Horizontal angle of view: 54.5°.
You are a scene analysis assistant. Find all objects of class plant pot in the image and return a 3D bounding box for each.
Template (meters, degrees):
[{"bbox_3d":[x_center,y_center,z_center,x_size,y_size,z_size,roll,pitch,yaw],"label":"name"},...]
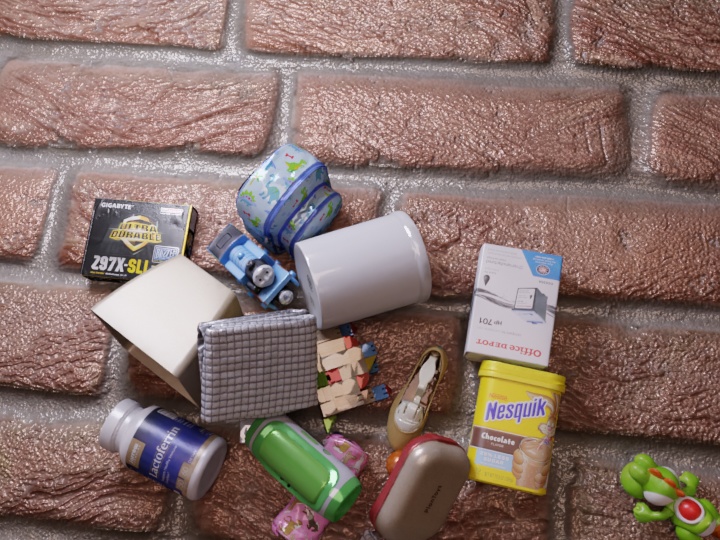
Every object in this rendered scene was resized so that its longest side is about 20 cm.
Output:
[{"bbox_3d":[-0.317,0.096,1.243,0.199,0.200,0.177,34,68,15],"label":"plant pot"}]

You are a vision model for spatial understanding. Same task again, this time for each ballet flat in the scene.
[{"bbox_3d":[0.097,0.223,1.237,0.068,0.063,0.201,21,79,10],"label":"ballet flat"}]

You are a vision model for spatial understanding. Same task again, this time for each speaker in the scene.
[{"bbox_3d":[-0.095,0.315,1.141,0.200,0.088,0.089,35,81,22],"label":"speaker"}]

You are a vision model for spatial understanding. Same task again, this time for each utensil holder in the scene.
[{"bbox_3d":[0.000,0.000,1.225,0.199,0.170,0.171,-15,75,-14],"label":"utensil holder"}]

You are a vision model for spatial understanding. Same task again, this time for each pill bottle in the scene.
[{"bbox_3d":[-0.346,0.308,1.225,0.199,0.116,0.116,22,79,10],"label":"pill bottle"}]

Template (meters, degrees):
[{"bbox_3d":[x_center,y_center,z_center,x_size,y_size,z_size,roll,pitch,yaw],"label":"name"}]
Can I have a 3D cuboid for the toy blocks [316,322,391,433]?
[{"bbox_3d":[-0.026,0.172,1.255,0.136,0.100,0.201,-17,76,-12],"label":"toy blocks"}]

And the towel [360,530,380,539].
[{"bbox_3d":[0.021,0.536,1.097,0.085,0.200,0.166,36,85,-18],"label":"towel"}]

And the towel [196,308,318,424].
[{"bbox_3d":[-0.169,0.154,1.138,0.199,0.085,0.167,-5,105,-28],"label":"towel"}]

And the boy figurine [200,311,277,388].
[{"bbox_3d":[-0.190,0.145,1.207,0.124,0.064,0.200,41,79,-21],"label":"boy figurine"}]

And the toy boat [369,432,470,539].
[{"bbox_3d":[0.085,0.355,1.183,0.130,0.131,0.201,22,99,-31],"label":"toy boat"}]

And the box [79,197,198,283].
[{"bbox_3d":[-0.429,-0.054,1.358,0.199,0.049,0.161,6,78,6],"label":"box"}]

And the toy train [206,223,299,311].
[{"bbox_3d":[-0.193,-0.004,1.262,0.087,0.114,0.200,-48,42,-5],"label":"toy train"}]

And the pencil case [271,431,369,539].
[{"bbox_3d":[-0.069,0.379,1.202,0.086,0.083,0.201,29,80,20],"label":"pencil case"}]

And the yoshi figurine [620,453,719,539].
[{"bbox_3d":[0.513,0.383,1.163,0.200,0.112,0.112,46,124,0],"label":"yoshi figurine"}]

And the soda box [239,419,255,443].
[{"bbox_3d":[-0.175,0.210,1.262,0.068,0.064,0.201,-1,75,4],"label":"soda box"}]

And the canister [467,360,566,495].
[{"bbox_3d":[0.264,0.269,1.202,0.148,0.087,0.201,11,78,8],"label":"canister"}]

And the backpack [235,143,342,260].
[{"bbox_3d":[-0.124,-0.125,1.273,0.147,0.200,0.183,38,81,12],"label":"backpack"}]

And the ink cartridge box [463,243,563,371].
[{"bbox_3d":[0.273,0.068,1.252,0.146,0.086,0.201,10,75,7],"label":"ink cartridge box"}]
